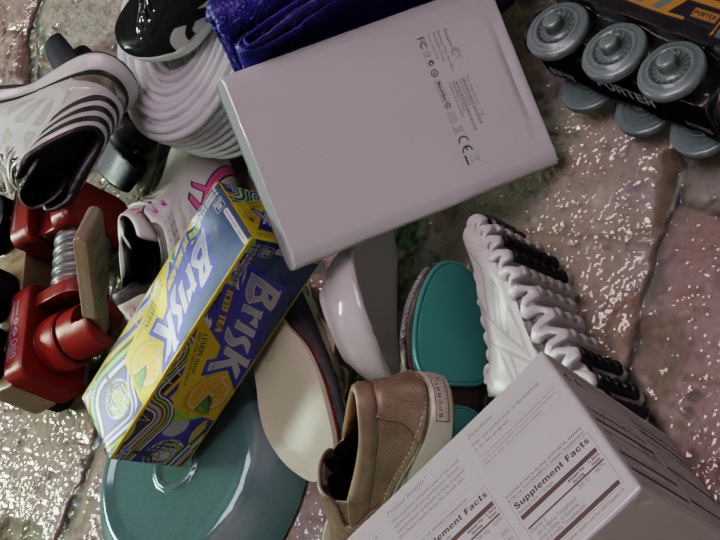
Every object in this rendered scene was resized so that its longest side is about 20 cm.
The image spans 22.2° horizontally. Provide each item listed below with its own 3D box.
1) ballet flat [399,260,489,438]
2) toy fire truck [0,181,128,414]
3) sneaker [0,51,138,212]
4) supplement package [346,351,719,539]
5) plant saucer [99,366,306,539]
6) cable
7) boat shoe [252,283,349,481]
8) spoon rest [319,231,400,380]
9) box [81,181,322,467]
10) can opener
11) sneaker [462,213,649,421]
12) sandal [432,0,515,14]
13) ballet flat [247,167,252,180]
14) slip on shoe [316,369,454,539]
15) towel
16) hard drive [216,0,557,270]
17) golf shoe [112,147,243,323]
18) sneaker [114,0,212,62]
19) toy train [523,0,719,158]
[{"bbox_3d":[0.051,0.090,1.194,0.072,0.072,0.202,-25,52,28],"label":"ballet flat"},{"bbox_3d":[-0.223,-0.005,1.410,0.199,0.128,0.178,-24,52,38],"label":"toy fire truck"},{"bbox_3d":[-0.263,-0.085,1.382,0.199,0.076,0.116,-25,29,29],"label":"sneaker"},{"bbox_3d":[0.096,0.173,1.043,0.200,0.155,0.111,-44,48,12],"label":"supplement package"},{"bbox_3d":[-0.124,0.144,1.329,0.199,0.036,0.202,-19,57,31],"label":"plant saucer"},{"bbox_3d":[-0.111,-0.186,1.385,0.200,0.069,0.202,37,110,51],"label":"cable"},{"bbox_3d":[-0.041,0.066,1.283,0.071,0.062,0.201,-56,42,27],"label":"boat shoe"},{"bbox_3d":[0.000,0.000,1.271,0.060,0.100,0.201,-22,38,4],"label":"spoon rest"},{"bbox_3d":[-0.110,0.040,1.266,0.201,0.070,0.064,-56,46,22],"label":"box"},{"bbox_3d":[-0.224,-0.148,1.552,0.079,0.063,0.200,-47,46,10],"label":"can opener"},{"bbox_3d":[0.104,0.043,1.171,0.081,0.075,0.201,-47,45,22],"label":"sneaker"},{"bbox_3d":[0.043,-0.176,1.357,0.199,0.045,0.076,-21,42,38],"label":"sandal"},{"bbox_3d":[-0.001,-0.108,1.344,0.199,0.068,0.068,-16,38,40],"label":"ballet flat"},{"bbox_3d":[-0.001,0.132,1.150,0.201,0.060,0.077,118,149,-51],"label":"slip on shoe"},{"bbox_3d":[-0.002,-0.188,1.242,0.199,0.148,0.050,-32,71,-1],"label":"towel"},{"bbox_3d":[0.020,-0.097,1.220,0.133,0.198,0.026,68,163,1],"label":"hard drive"},{"bbox_3d":[-0.140,-0.035,1.394,0.072,0.092,0.201,-24,45,29],"label":"golf shoe"},{"bbox_3d":[-0.140,-0.210,1.282,0.199,0.111,0.074,-19,65,46],"label":"sneaker"},{"bbox_3d":[0.196,-0.149,1.191,0.114,0.085,0.199,-50,42,-10],"label":"toy train"}]
